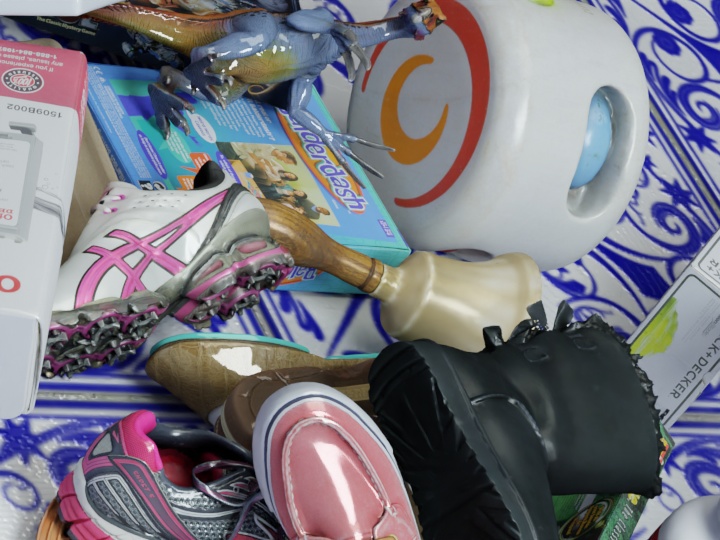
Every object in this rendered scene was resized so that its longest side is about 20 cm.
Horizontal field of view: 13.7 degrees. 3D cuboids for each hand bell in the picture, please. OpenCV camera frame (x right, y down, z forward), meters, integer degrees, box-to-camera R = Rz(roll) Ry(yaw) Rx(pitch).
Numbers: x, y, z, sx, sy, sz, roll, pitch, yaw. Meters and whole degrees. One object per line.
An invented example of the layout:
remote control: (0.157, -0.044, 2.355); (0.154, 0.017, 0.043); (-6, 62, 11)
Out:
hand bell: (0.000, 0.000, 1.800); (0.199, 0.104, 0.104); (25, 35, -25)

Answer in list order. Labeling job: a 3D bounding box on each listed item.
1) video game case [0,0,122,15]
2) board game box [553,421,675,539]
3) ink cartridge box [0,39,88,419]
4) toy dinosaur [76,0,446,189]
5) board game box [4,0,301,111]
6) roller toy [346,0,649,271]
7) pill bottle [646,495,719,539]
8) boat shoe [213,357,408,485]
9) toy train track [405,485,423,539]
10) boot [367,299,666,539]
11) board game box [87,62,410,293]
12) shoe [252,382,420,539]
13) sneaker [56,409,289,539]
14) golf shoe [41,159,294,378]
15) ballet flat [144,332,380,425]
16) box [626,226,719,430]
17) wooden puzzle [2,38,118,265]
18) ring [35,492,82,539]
video game case: (-0.232, -0.161, 1.720); (0.181, 0.023, 0.200); (1, 9, 5)
board game box: (0.112, 0.161, 1.720); (0.023, 0.105, 0.200); (52, 32, -10)
ink cartridge box: (-0.229, -0.031, 1.595); (0.146, 0.083, 0.201); (9, 47, -5)
toy dinosaur: (-0.043, -0.148, 1.831); (0.200, 0.105, 0.181); (48, 50, 8)
board game box: (-0.133, -0.172, 1.915); (0.199, 0.035, 0.136); (18, 23, -15)
roller toy: (0.091, -0.093, 1.944); (0.139, 0.200, 0.183); (10, 52, -36)
pill bottle: (0.190, 0.198, 1.657); (0.112, 0.200, 0.112); (24, 35, -18)
boat shoe: (0.007, 0.092, 1.685); (0.202, 0.075, 0.075); (3, 49, -26)
toy train track: (0.066, 0.139, 1.699); (0.199, 0.033, 0.115); (-16, 36, -11)
boot: (0.102, 0.112, 1.624); (0.162, 0.073, 0.199); (-2, 60, -42)
board game box: (-0.084, -0.057, 1.858); (0.199, 0.045, 0.152); (3, 45, -40)
shoe: (0.007, 0.156, 1.532); (0.091, 0.071, 0.201); (-126, -166, -67)
sneaker: (-0.058, 0.132, 1.589); (0.199, 0.075, 0.081); (16, 38, -30)
golf shoe: (-0.137, -0.001, 1.690); (0.200, 0.073, 0.092); (-20, 71, -38)
ballet flat: (-0.034, 0.080, 1.733); (0.200, 0.068, 0.073); (9, 62, -42)
box: (0.243, 0.015, 2.012); (0.060, 0.117, 0.200); (40, 34, 4)
wooden puzzle: (-0.243, -0.069, 1.734); (0.199, 0.037, 0.185); (1, 49, -34)
ring: (-0.085, 0.185, 1.584); (0.200, 0.019, 0.201); (24, 35, -18)
